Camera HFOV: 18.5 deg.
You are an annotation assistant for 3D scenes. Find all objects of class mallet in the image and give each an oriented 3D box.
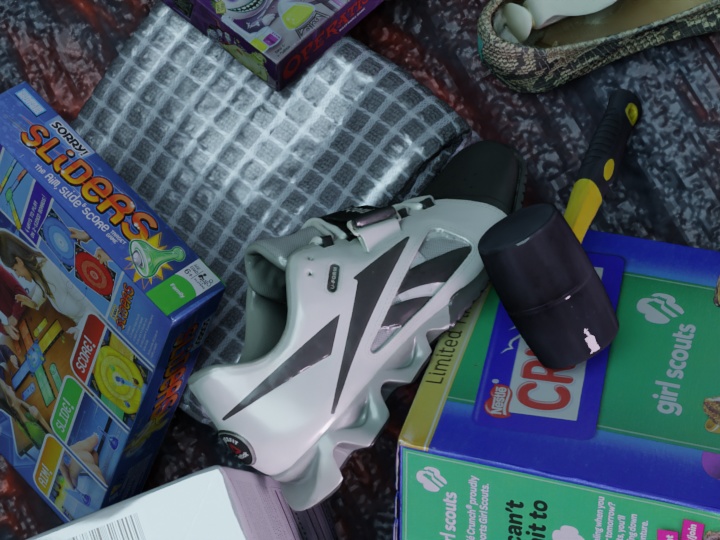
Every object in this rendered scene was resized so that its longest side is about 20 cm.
[{"bbox_3d":[0.095,-0.039,0.986,0.041,0.200,0.066,-20,118,27],"label":"mallet"}]

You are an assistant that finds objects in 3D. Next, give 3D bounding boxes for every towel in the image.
[{"bbox_3d":[-0.063,-0.035,1.067,0.166,0.086,0.200,37,90,15],"label":"towel"}]

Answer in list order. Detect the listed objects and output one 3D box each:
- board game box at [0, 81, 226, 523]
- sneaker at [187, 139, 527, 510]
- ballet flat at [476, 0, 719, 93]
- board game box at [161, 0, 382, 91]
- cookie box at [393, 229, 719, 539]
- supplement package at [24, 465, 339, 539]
[{"bbox_3d":[-0.141,0.025,1.027,0.135,0.200,0.034,45,53,14],"label":"board game box"},{"bbox_3d":[0.000,0.000,0.962,0.089,0.074,0.200,42,59,-11],"label":"sneaker"},{"bbox_3d":[0.147,-0.142,1.045,0.200,0.075,0.068,-23,77,7],"label":"ballet flat"},{"bbox_3d":[-0.015,-0.185,1.065,0.120,0.032,0.200,37,65,21],"label":"board game box"},{"bbox_3d":[0.131,0.065,0.970,0.200,0.075,0.171,10,39,12],"label":"cookie box"},{"bbox_3d":[-0.069,0.160,0.979,0.114,0.200,0.110,-21,79,7],"label":"supplement package"}]
